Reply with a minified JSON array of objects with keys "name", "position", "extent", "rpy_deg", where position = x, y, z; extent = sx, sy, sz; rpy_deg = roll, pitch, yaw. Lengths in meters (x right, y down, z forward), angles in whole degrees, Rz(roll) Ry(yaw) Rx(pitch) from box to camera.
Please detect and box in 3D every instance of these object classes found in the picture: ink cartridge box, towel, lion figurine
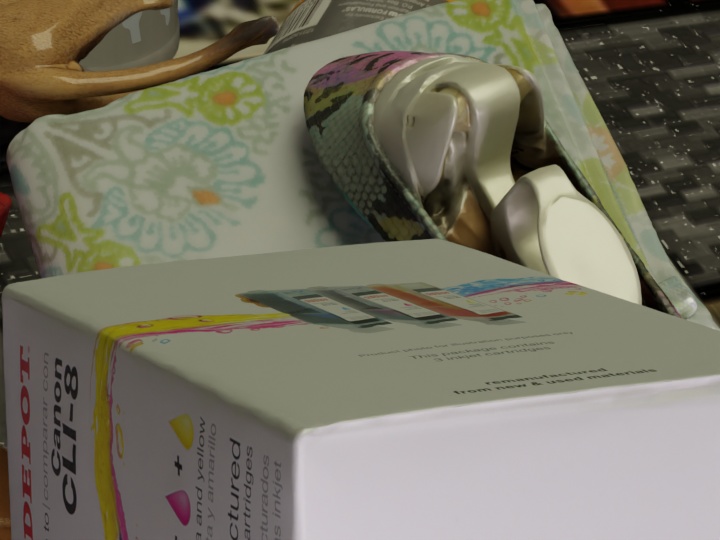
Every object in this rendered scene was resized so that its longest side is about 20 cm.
[{"name":"ink cartridge box","position":[0.006,0.081,0.671],"extent":[0.144,0.146,0.200],"rpy_deg":[-5,11,-25]},{"name":"towel","position":[0.000,0.000,0.848],"extent":[0.199,0.048,0.172],"rpy_deg":[-16,55,-9]},{"name":"lion figurine","position":[-0.130,-0.084,0.927],"extent":[0.122,0.073,0.200],"rpy_deg":[-15,15,-35]}]

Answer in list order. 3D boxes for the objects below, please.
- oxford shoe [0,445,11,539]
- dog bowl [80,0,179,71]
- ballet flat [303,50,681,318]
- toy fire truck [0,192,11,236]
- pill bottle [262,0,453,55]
[{"name":"oxford shoe","position":[-0.121,0.102,0.894],"extent":[0.200,0.071,0.071],"rpy_deg":[44,40,21]},{"name":"dog bowl","position":[-0.167,-0.142,1.086],"extent":[0.199,0.059,0.200],"rpy_deg":[13,26,-6]},{"name":"ballet flat","position":[0.048,-0.016,0.784],"extent":[0.069,0.071,0.200],"rpy_deg":[-25,57,-17]},{"name":"toy fire truck","position":[-0.171,-0.055,1.045],"extent":[0.199,0.049,0.141],"rpy_deg":[26,40,1]},{"name":"pill bottle","position":[-0.009,-0.016,0.962],"extent":[0.116,0.117,0.200],"rpy_deg":[27,50,1]}]
